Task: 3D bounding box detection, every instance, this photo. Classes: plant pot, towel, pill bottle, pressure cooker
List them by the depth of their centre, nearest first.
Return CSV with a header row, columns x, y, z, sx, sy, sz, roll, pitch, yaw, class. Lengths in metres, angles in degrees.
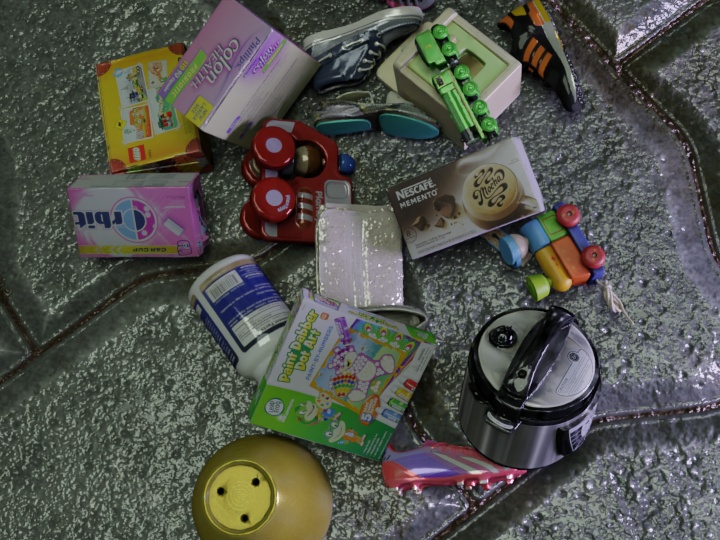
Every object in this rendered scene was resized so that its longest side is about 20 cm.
x,y,z,sx,sy,sz,roll,pitch,yaw,class
0.219,0.149,1.314,0.179,0.200,0.176,-7,51,-9,pressure cooker
-0.147,0.315,1.365,0.200,0.142,0.200,-2,74,7,plant pot
-0.152,0.085,1.450,0.116,0.116,0.200,-36,73,-4,pill bottle
0.000,0.000,1.464,0.132,0.034,0.200,0,81,-17,towel

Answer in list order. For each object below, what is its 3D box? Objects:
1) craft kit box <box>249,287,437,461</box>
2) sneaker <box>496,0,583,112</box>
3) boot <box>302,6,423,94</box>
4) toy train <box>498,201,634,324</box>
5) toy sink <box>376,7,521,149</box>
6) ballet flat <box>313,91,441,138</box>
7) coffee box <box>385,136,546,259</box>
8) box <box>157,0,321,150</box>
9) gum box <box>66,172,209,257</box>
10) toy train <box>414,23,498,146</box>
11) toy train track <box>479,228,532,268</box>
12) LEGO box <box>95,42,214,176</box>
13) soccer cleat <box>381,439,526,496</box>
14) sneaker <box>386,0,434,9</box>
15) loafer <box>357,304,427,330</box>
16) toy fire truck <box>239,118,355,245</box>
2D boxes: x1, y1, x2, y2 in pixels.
x,y,z,sx,sy,sz,roll,pitch,yaw,class
-0.026,0.145,1.362,0.197,0.049,0.200,20,109,-12,craft kit box
0.276,-0.320,1.546,0.090,0.070,0.200,-23,71,16,sneaker
0.011,-0.347,1.589,0.200,0.073,0.090,-16,78,11,boot
0.289,0.012,1.420,0.116,0.085,0.200,-24,72,-8,toy train
0.129,-0.309,1.532,0.130,0.112,0.200,-45,73,-7,toy sink
0.027,-0.247,1.551,0.200,0.072,0.072,3,74,8,ballet flat
0.152,-0.103,1.442,0.200,0.080,0.113,-20,90,17,coffee box
-0.177,-0.288,1.501,0.097,0.200,0.176,39,99,15,box
-0.331,-0.084,1.521,0.200,0.066,0.114,0,115,8,gum box
0.137,-0.266,1.445,0.056,0.042,0.200,-26,76,8,toy train
0.172,-0.078,1.498,0.200,0.033,0.115,41,82,16,toy train track
-0.328,-0.245,1.594,0.149,0.077,0.200,-13,72,4,LEGO box
0.127,0.265,1.386,0.200,0.067,0.077,-8,67,8,soccer cleat
0.038,-0.490,1.627,0.200,0.079,0.095,22,66,12,sneaker
-0.003,0.081,1.397,0.200,0.070,0.070,-11,83,-19,loafer
-0.091,-0.129,1.523,0.168,0.112,0.200,5,73,-16,toy fire truck
